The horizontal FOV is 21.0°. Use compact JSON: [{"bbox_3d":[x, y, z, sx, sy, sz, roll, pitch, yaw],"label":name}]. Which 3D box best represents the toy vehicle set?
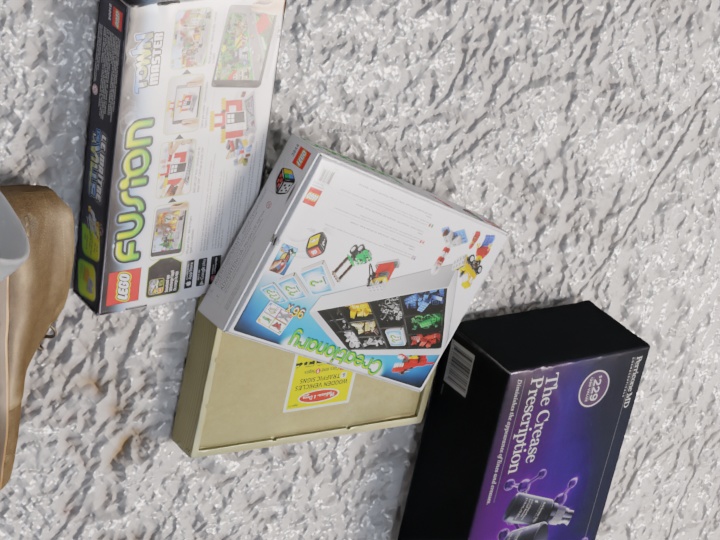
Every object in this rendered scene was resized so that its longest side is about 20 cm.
[{"bbox_3d":[-0.028,0.056,1.317,0.199,0.026,0.125,-5,120,-37],"label":"toy vehicle set"}]

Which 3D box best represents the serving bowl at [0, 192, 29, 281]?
[{"bbox_3d":[-0.257,-0.049,0.943,0.066,0.200,0.200,-47,137,8],"label":"serving bowl"}]

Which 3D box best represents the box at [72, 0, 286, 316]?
[{"bbox_3d":[-0.109,-0.076,1.159,0.110,0.035,0.201,-10,123,-34],"label":"box"}]

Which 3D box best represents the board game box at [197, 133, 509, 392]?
[{"bbox_3d":[0.000,0.000,1.254,0.199,0.035,0.127,21,102,-48],"label":"board game box"}]

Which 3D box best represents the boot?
[{"bbox_3d":[-0.204,0.044,1.140,0.075,0.073,0.201,-17,125,-43],"label":"boot"}]

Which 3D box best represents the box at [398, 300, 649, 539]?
[{"bbox_3d":[0.119,0.134,1.444,0.141,0.079,0.201,-10,123,-38],"label":"box"}]
